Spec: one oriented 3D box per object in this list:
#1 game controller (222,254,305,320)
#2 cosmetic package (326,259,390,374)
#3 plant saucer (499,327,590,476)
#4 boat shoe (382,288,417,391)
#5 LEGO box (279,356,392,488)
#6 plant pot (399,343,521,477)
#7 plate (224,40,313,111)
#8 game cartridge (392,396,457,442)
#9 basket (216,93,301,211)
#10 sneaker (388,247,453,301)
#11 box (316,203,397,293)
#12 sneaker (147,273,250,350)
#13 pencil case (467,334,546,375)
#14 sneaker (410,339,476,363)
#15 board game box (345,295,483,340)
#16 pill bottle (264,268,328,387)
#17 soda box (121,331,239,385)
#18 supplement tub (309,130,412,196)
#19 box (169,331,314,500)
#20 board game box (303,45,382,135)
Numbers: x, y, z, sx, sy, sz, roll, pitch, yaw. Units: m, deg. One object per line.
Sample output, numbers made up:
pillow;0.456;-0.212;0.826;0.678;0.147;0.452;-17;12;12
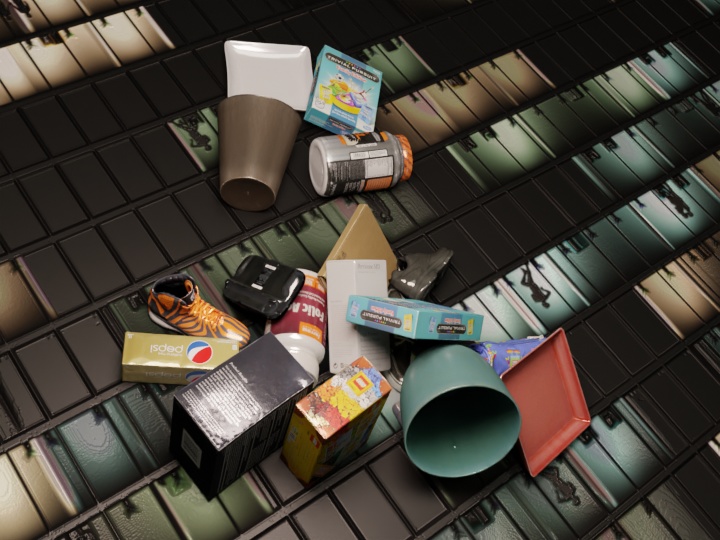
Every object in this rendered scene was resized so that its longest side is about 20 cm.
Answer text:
game controller;-0.176;0.028;1.658;0.105;0.042;0.199;-48;35;-18
cosmetic package;-0.003;0.082;1.648;0.101;0.073;0.203;-1;89;-52
plant saucer;0.328;0.236;1.664;0.199;0.036;0.202;-30;107;-38
boat shoe;0.070;0.129;1.715;0.070;0.064;0.202;-3;57;-17
LEGO box;-0.044;0.254;1.514;0.148;0.201;0.077;-33;68;-30
plant pot;0.156;0.221;1.559;0.198;0.203;0.162;3;33;-13
plate;-0.203;-0.428;2.046;0.197;0.032;0.202;0;56;-14
game cartridge;0.170;0.267;1.668;0.198;0.039;0.131;-18;66;-25
basket;-0.218;-0.234;1.850;0.178;0.137;0.202;9;58;-7
sneaker;0.120;-0.007;1.792;0.090;0.077;0.200;30;29;12
box;0.000;0.000;1.742;0.021;0.164;0.201;-3;42;34
sneaker;-0.287;0.076;1.625;0.198;0.113;0.078;20;53;-1
pencil case;0.282;0.166;1.709;0.198;0.088;0.078;-1;13;-35
sneaker;0.149;0.166;1.708;0.071;0.084;0.199;28;20;37
board game box;0.095;0.083;1.581;0.150;0.048;0.199;12;3;40
pill bottle;-0.117;0.109;1.647;0.113;0.115;0.202;9;54;-9
soda box;-0.313;0.156;1.591;0.197;0.068;0.065;4;56;-12
supplement tub;0.001;-0.225;1.904;0.197;0.123;0.124;-9;59;-21
box;-0.197;0.236;1.486;0.197;0.201;0.123;-32;68;-32
board game box;-0.036;-0.390;2.035;0.149;0.047;0.202;22;52;-18
